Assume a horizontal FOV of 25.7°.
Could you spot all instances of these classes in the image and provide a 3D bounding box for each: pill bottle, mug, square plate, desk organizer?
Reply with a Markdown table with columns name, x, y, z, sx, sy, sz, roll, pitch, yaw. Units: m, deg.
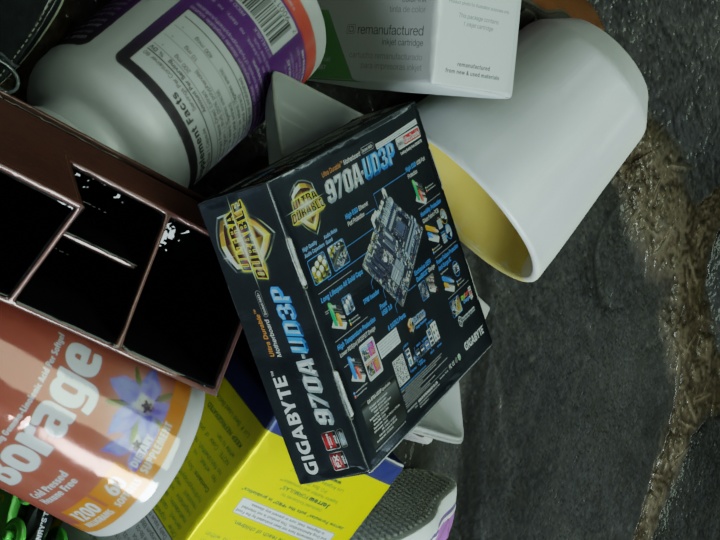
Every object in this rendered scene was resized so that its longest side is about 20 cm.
| name | x | y | z | sx | sy | sz | roll | pitch | yaw |
| --- | --- | --- | --- | --- | --- | --- | --- | --- | --- |
| pill bottle | -0.120 | -0.102 | 0.908 | 0.200 | 0.111 | 0.112 | -47 | 128 | -31 |
| mug | 0.115 | -0.100 | 1.132 | 0.153 | 0.186 | 0.149 | -45 | 110 | -10 |
| pill bottle | -0.191 | 0.051 | 0.833 | 0.200 | 0.112 | 0.112 | 33 | 72 | -26 |
| square plate | 0.000 | 0.000 | 0.955 | 0.198 | 0.028 | 0.201 | 19 | 62 | -58 |
| desk organizer | -0.138 | -0.016 | 0.796 | 0.200 | 0.077 | 0.072 | 28 | 111 | -34 |

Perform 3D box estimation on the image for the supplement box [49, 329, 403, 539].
| name | x | y | z | sx | sy | sz | roll | pitch | yaw |
| --- | --- | --- | --- | --- | --- | --- | --- | --- | --- |
| supplement box | -0.090 | 0.147 | 0.927 | 0.109 | 0.109 | 0.200 | 30 | 101 | -41 |

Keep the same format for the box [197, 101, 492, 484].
| name | x | y | z | sx | sy | sz | roll | pitch | yaw |
| --- | --- | --- | --- | --- | --- | --- | --- | --- | --- |
| box | 0.001 | 0.005 | 0.874 | 0.200 | 0.046 | 0.159 | -38 | 111 | -60 |

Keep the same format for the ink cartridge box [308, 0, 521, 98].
| name | x | y | z | sx | sy | sz | roll | pitch | yaw |
| --- | --- | --- | --- | --- | --- | --- | --- | --- | --- |
| ink cartridge box | 0.030 | -0.219 | 1.025 | 0.087 | 0.145 | 0.201 | 3 | 96 | -47 |

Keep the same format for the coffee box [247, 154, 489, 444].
| name | x | y | z | sx | sy | sz | roll | pitch | yaw |
| --- | --- | --- | --- | --- | --- | --- | --- | --- | --- |
| coffee box | -0.010 | 0.022 | 1.073 | 0.200 | 0.080 | 0.113 | 41 | 67 | -43 |

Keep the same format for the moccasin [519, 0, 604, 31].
| name | x | y | z | sx | sy | sz | roll | pitch | yaw |
| --- | --- | --- | --- | --- | --- | --- | --- | --- | --- |
| moccasin | 0.114 | -0.205 | 1.174 | 0.201 | 0.074 | 0.078 | -6 | 69 | -49 |

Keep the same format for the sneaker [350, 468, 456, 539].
| name | x | y | z | sx | sy | sz | roll | pitch | yaw |
| --- | --- | --- | --- | --- | --- | --- | --- | --- | --- |
| sneaker | 0.018 | 0.215 | 1.116 | 0.200 | 0.072 | 0.115 | -6 | 108 | -66 |

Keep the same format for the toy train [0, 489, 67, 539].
| name | x | y | z | sx | sy | sz | roll | pitch | yaw |
| --- | --- | --- | --- | --- | --- | --- | --- | --- | --- |
| toy train | -0.210 | 0.201 | 0.904 | 0.042 | 0.056 | 0.201 | 23 | 79 | -39 |

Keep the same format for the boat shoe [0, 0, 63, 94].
| name | x | y | z | sx | sy | sz | roll | pitch | yaw |
| --- | --- | --- | --- | --- | --- | --- | --- | --- | --- |
| boat shoe | -0.218 | -0.114 | 0.835 | 0.200 | 0.062 | 0.075 | -49 | 127 | -32 |
